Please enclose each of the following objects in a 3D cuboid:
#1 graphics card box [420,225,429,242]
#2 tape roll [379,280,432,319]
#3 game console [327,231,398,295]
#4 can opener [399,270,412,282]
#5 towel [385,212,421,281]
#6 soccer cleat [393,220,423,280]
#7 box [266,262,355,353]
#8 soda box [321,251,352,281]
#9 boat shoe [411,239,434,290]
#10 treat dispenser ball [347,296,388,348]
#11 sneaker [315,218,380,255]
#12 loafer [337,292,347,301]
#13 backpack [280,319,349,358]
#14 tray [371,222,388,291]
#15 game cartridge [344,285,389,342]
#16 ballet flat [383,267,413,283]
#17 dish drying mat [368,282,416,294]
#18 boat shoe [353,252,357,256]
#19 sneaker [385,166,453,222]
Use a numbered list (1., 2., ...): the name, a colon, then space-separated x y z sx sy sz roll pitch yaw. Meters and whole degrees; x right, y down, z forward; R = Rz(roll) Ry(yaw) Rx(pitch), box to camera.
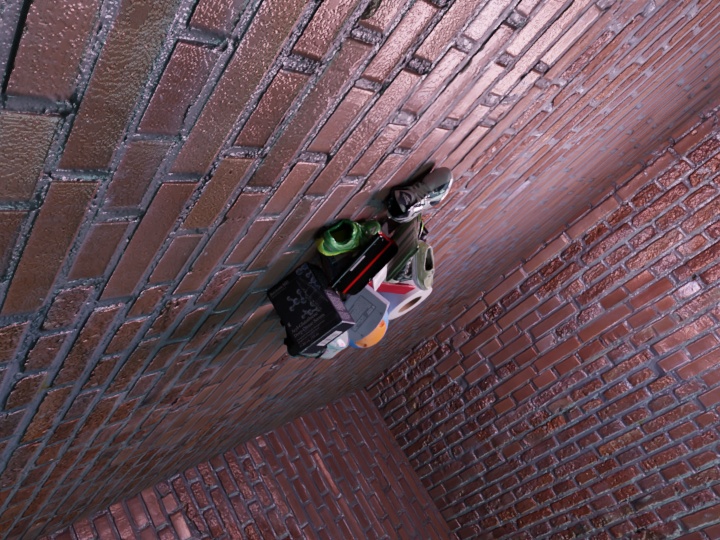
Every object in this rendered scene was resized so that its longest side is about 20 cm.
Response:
1. graphics card box: 0.119 -0.067 1.707 0.199 0.051 0.126 -28 161 -15
2. tape roll: 0.147 0.071 1.975 0.202 0.139 0.203 -30 161 -11
3. game console: 0.011 -0.015 1.439 0.200 0.031 0.177 -47 157 8
4. can opener: 0.131 0.008 1.777 0.199 0.053 0.067 -6 118 -2
5. towel: 0.125 -0.080 1.514 0.153 0.023 0.201 -49 -159 39
6. soccer cleat: 0.136 -0.065 1.595 0.081 0.067 0.201 -168 -81 -86
7. box: -0.136 0.105 1.461 0.148 0.200 0.107 -38 161 10
8. soda box: -0.066 -0.021 1.481 0.068 0.064 0.200 -29 161 -13
9. boat shoe: 0.203 -0.007 1.687 0.072 0.062 0.201 -39 134 -24
10. treat dispenser ball: -0.001 0.175 1.882 0.200 0.201 0.201 -30 162 -11
11. sneaker: -0.019 -0.091 1.361 0.199 0.074 0.084 -20 162 -35
12. loafer: -0.083 0.074 1.680 0.071 0.073 0.200 -32 163 -10
13. backpack: -0.129 0.184 1.666 0.200 0.176 0.153 22 129 -41
14. tray: 0.052 -0.041 1.564 0.107 0.022 0.201 -52 150 -34
15. game cartridge: 0.003 0.140 1.727 0.200 0.133 0.040 -51 176 33
16. ballet flat: 0.124 0.003 1.708 0.199 0.070 0.070 -25 161 -26
17. dish drying mat: 0.086 0.054 1.772 0.199 0.018 0.077 7 155 -31
18. boat shoe: 0.000 0.000 1.649 0.071 0.065 0.200 -30 162 -12
19. sneaker: 0.144 -0.194 1.365 0.199 0.080 0.129 -31 174 26
